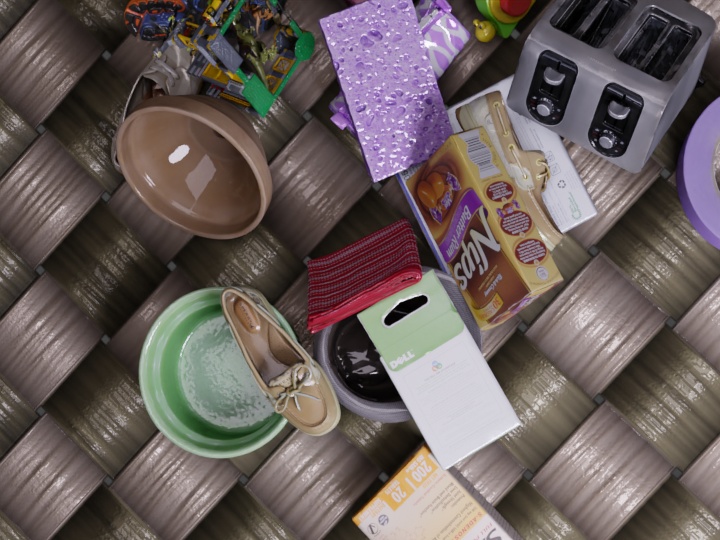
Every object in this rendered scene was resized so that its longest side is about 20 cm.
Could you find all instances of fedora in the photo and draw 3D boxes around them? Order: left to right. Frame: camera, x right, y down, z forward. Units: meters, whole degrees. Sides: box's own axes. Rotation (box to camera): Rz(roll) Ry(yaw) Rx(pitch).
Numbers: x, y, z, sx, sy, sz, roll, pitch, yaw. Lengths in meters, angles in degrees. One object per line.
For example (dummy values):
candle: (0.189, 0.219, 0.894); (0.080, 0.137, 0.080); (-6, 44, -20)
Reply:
fedora: (0.043, 0.088, 1.553); (0.199, 0.090, 0.178); (-25, 85, -1)

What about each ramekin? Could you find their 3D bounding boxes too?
ramekin: (-0.159, 0.122, 1.577); (0.198, 0.098, 0.202); (-1, 86, 8)

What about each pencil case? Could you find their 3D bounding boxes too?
pencil case: (0.048, -0.241, 1.574); (0.084, 0.085, 0.200); (40, 94, 7)

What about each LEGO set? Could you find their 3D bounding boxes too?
LEGO set: (-0.158, -0.284, 1.561); (0.115, 0.200, 0.155); (24, 85, 33)

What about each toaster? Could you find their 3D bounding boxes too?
toaster: (0.293, -0.237, 1.491); (0.180, 0.119, 0.200); (31, 58, 14)

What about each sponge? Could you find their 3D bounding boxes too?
sponge: (0.033, -0.216, 1.520); (0.111, 0.030, 0.202); (-21, 105, -4)

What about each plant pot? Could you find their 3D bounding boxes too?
plant pot: (-0.187, -0.142, 1.578); (0.199, 0.202, 0.093); (21, 48, 9)

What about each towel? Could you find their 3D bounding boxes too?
towel: (0.000, 0.000, 1.515); (0.144, 0.200, 0.023); (-25, 109, 7)

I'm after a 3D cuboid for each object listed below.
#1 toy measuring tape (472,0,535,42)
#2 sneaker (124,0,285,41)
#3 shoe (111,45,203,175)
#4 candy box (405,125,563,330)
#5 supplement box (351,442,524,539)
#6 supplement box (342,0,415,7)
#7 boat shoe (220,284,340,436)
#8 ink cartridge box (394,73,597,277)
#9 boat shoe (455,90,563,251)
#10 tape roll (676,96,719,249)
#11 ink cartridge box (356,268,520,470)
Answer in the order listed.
toy measuring tape: (0.193, -0.366, 1.564); (0.073, 0.074, 0.201); (34, 94, 8)
sneaker: (-0.193, -0.338, 1.619); (0.198, 0.076, 0.079); (-1, 46, -6)
shoe: (-0.253, -0.209, 1.630); (0.069, 0.053, 0.201); (28, 91, 8)
candy box: (0.138, -0.047, 1.483); (0.056, 0.117, 0.201); (-20, 76, -33)
supplement box: (0.104, 0.319, 1.541); (0.200, 0.074, 0.126); (45, 94, 8)
supplement box: (-0.006, -0.405, 1.581); (0.131, 0.103, 0.200); (-45, 82, 5)
boat shoe: (-0.098, 0.104, 1.487); (0.073, 0.063, 0.200); (-39, 82, 3)
ink cartridge box: (0.155, -0.109, 1.573); (0.199, 0.041, 0.201); (-26, 84, 6)
boat shoe: (0.184, -0.119, 1.511); (0.066, 0.074, 0.201); (-32, 83, 11)
tape roll: (0.469, -0.114, 1.507); (0.198, 0.085, 0.202); (0, 88, 8)
ink cartridge box: (0.087, 0.111, 1.473); (0.103, 0.059, 0.201); (-30, 89, -1)
